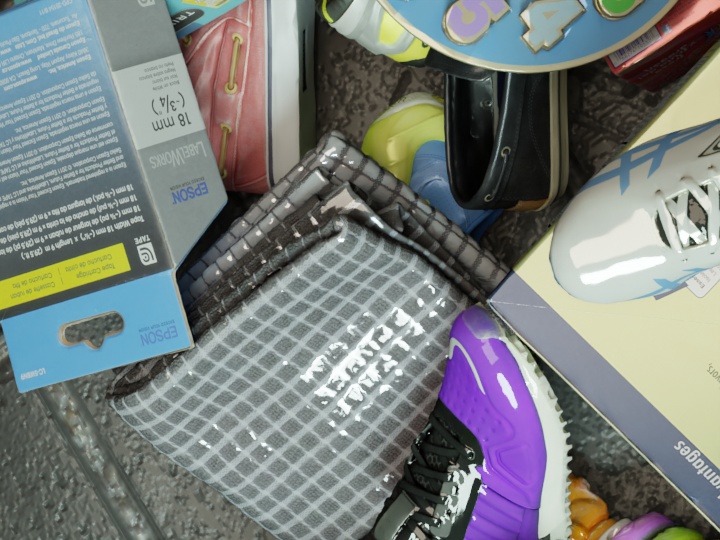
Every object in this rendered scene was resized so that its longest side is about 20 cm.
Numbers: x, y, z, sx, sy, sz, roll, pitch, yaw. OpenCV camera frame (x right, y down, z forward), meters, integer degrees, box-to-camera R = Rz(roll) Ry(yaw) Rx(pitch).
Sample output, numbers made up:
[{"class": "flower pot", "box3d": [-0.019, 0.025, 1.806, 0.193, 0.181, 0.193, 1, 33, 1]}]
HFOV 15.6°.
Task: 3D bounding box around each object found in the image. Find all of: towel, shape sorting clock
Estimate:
[{"class": "towel", "box3d": [-0.017, 0.049, 1.423, 0.165, 0.086, 0.200, 39, 115, -21]}, {"class": "shape sorting clock", "box3d": [0.085, -0.201, 1.334, 0.198, 0.039, 0.202, 0, 87, -3]}]

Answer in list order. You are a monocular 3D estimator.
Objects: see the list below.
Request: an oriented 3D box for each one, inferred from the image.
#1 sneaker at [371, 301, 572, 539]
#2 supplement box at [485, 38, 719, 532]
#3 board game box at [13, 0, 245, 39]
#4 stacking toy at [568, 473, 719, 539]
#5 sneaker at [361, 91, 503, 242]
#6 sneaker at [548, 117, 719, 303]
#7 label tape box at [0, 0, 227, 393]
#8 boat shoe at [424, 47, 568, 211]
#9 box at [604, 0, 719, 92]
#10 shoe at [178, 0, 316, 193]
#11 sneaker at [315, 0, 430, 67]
[{"class": "sneaker", "box3d": [0.052, 0.112, 1.364, 0.099, 0.201, 0.070, -21, 40, -14]}, {"class": "supplement box", "box3d": [0.199, 0.009, 1.303, 0.200, 0.134, 0.200, 44, 94, 3]}, {"class": "board game box", "box3d": [-0.139, -0.220, 1.488, 0.150, 0.047, 0.202, -25, 67, 39]}, {"class": "stacking toy", "box3d": [0.159, 0.171, 1.410, 0.200, 0.116, 0.110, 39, 102, 27]}, {"class": "sneaker", "box3d": [0.000, 0.000, 1.471, 0.105, 0.076, 0.200, 46, 101, 13]}, {"class": "sneaker", "box3d": [0.178, -0.039, 1.201, 0.199, 0.072, 0.072, -21, 90, 6]}, {"class": "label tape box", "box3d": [-0.150, -0.049, 1.432, 0.144, 0.063, 0.202, -15, 94, 40]}, {"class": "boat shoe", "box3d": [0.069, -0.123, 1.397, 0.075, 0.062, 0.202, 31, 131, 57]}, {"class": "box", "box3d": [0.203, -0.192, 1.396, 0.199, 0.095, 0.103, -33, 78, 15]}, {"class": "shoe", "box3d": [-0.074, -0.141, 1.486, 0.090, 0.071, 0.202, 2, 103, 10]}, {"class": "sneaker", "box3d": [0.058, -0.204, 1.468, 0.076, 0.075, 0.200, 38, 92, -23]}]
